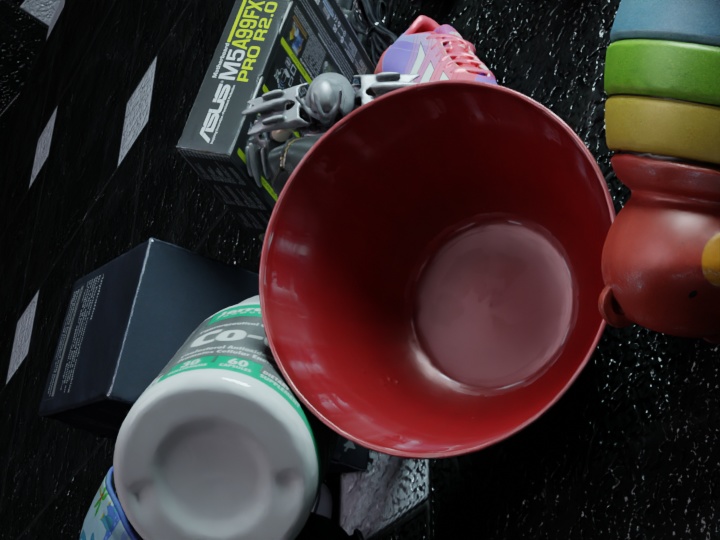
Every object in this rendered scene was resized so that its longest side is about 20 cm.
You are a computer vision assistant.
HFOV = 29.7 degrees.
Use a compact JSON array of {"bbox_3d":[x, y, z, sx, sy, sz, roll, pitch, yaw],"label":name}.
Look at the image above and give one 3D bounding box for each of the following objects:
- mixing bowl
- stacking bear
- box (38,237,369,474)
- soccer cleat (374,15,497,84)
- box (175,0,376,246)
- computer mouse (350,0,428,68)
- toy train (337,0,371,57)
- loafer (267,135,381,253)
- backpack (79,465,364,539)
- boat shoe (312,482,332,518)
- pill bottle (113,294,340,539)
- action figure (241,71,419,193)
[{"bbox_3d":[0.057,0.008,0.747,0.199,0.108,0.202,-6,75,24],"label":"mixing bowl"},{"bbox_3d":[0.162,-0.067,0.624,0.114,0.121,0.202,18,98,65],"label":"stacking bear"},{"bbox_3d":[-0.111,0.074,1.012,0.200,0.196,0.118,-18,56,62],"label":"box"},{"bbox_3d":[0.061,-0.135,0.952,0.077,0.066,0.200,-64,21,6],"label":"soccer cleat"},{"bbox_3d":[-0.046,-0.105,0.980,0.044,0.200,0.161,11,70,25],"label":"box"},{"bbox_3d":[0.053,-0.259,1.079,0.141,0.046,0.201,-117,46,-59],"label":"computer mouse"},{"bbox_3d":[-0.048,-0.144,1.186,0.114,0.085,0.202,167,117,-77],"label":"toy train"},{"bbox_3d":[0.000,0.000,0.861,0.072,0.201,0.073,8,36,37],"label":"loafer"},{"bbox_3d":[-0.086,0.218,0.828,0.148,0.199,0.183,-61,25,4],"label":"backpack"},{"bbox_3d":[-0.099,0.209,0.953,0.073,0.066,0.200,15,54,47],"label":"boat shoe"},{"bbox_3d":[-0.066,0.084,0.802,0.200,0.112,0.114,-66,1,-75],"label":"pill bottle"},{"bbox_3d":[-0.003,-0.075,0.897,0.200,0.129,0.070,55,-139,-68],"label":"action figure"}]
